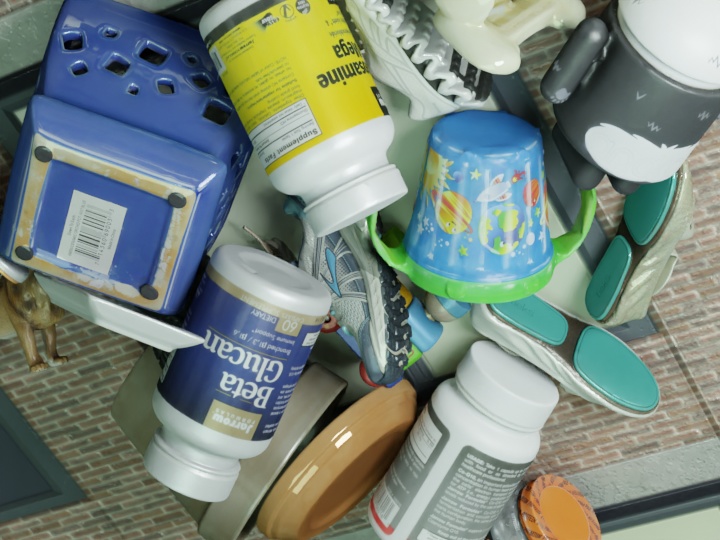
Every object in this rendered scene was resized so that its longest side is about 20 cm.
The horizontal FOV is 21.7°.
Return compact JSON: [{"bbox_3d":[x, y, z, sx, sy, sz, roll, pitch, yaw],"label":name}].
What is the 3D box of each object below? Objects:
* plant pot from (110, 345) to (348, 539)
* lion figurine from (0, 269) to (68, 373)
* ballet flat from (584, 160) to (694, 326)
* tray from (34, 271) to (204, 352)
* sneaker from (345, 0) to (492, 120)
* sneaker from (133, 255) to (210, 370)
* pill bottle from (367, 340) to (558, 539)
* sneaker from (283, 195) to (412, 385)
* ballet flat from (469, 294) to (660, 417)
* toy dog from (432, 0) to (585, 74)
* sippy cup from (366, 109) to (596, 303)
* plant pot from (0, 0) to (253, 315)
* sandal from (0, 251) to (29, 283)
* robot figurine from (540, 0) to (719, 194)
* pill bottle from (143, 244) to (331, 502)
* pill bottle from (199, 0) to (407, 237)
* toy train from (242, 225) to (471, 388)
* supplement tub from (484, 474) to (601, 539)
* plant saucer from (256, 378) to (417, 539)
[{"bbox_3d":[-0.137,0.141,1.783,0.173,0.200,0.201,34,130,5],"label":"plant pot"},{"bbox_3d":[-0.343,0.042,1.809,0.198,0.072,0.124,-16,90,32],"label":"lion figurine"},{"bbox_3d":[0.255,-0.030,1.632,0.062,0.068,0.201,-1,138,-23],"label":"ballet flat"},{"bbox_3d":[-0.208,0.037,1.571,0.107,0.200,0.022,24,86,-23],"label":"tray"},{"bbox_3d":[0.022,-0.199,1.535,0.081,0.075,0.200,-21,121,37],"label":"sneaker"},{"bbox_3d":[-0.158,0.029,1.704,0.201,0.090,0.076,57,143,9],"label":"sneaker"},{"bbox_3d":[0.099,0.174,1.761,0.113,0.114,0.201,26,112,-9],"label":"pill bottle"},{"bbox_3d":[-0.013,0.011,1.644,0.086,0.202,0.078,-19,160,14],"label":"sneaker"},{"bbox_3d":[0.185,0.075,1.728,0.199,0.070,0.070,33,128,-8],"label":"ballet flat"},{"bbox_3d":[0.118,-0.287,1.415,0.194,0.139,0.201,44,137,24],"label":"toy dog"},{"bbox_3d":[0.103,-0.061,1.593,0.139,0.177,0.132,26,127,37],"label":"sippy cup"},{"bbox_3d":[-0.200,-0.089,1.601,0.198,0.181,0.201,19,130,-4],"label":"plant pot"},{"bbox_3d":[-0.351,-0.018,1.689,0.059,0.207,0.079,-45,112,-2],"label":"sandal"},{"bbox_3d":[0.229,-0.153,1.489,0.124,0.150,0.201,39,130,9],"label":"robot figurine"},{"bbox_3d":[-0.111,0.090,1.595,0.110,0.111,0.202,23,102,-6],"label":"pill bottle"},{"bbox_3d":[-0.041,-0.135,1.519,0.112,0.112,0.202,-27,88,30],"label":"pill bottle"},{"bbox_3d":[0.000,0.000,1.702,0.115,0.085,0.200,-38,105,17],"label":"toy train"},{"bbox_3d":[0.139,0.292,1.868,0.122,0.123,0.200,37,127,-17],"label":"supplement tub"},{"bbox_3d":[-0.014,0.187,1.776,0.037,0.199,0.201,45,131,17],"label":"plant saucer"}]
